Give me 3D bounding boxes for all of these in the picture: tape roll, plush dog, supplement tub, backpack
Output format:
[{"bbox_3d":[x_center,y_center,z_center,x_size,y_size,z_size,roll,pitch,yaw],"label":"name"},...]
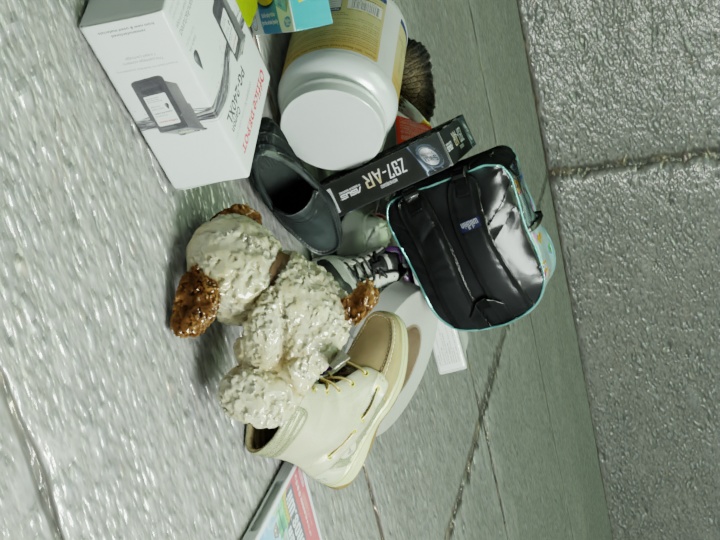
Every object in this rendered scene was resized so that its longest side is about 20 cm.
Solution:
[{"bbox_3d":[0.034,0.111,1.584,0.203,0.037,0.204,-47,150,-39],"label":"tape roll"},{"bbox_3d":[-0.092,0.021,1.196,0.171,0.160,0.201,38,35,-14],"label":"plush dog"},{"bbox_3d":[-0.021,-0.232,1.509,0.145,0.143,0.201,66,24,-43],"label":"supplement tub"},{"bbox_3d":[0.144,-0.035,1.543,0.202,0.175,0.153,67,21,-7],"label":"backpack"}]

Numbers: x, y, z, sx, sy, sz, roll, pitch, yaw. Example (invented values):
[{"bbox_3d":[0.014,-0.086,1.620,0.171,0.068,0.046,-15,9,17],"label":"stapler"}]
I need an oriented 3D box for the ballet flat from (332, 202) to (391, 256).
[{"bbox_3d":[0.017,-0.056,1.695,0.200,0.069,0.070,-48,129,-67],"label":"ballet flat"}]

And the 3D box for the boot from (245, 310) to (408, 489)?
[{"bbox_3d":[-0.034,0.118,1.331,0.154,0.072,0.202,31,78,-46],"label":"boot"}]

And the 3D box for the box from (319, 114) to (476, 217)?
[{"bbox_3d":[0.032,-0.121,1.540,0.044,0.199,0.160,64,19,-7],"label":"box"}]

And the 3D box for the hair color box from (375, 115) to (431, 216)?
[{"bbox_3d":[0.060,-0.142,1.744,0.200,0.061,0.102,-86,-167,-71],"label":"hair color box"}]

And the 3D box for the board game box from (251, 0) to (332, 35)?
[{"bbox_3d":[-0.094,-0.358,1.357,0.151,0.047,0.202,-160,-124,-67],"label":"board game box"}]

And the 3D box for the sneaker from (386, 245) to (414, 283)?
[{"bbox_3d":[0.043,0.027,1.755,0.200,0.072,0.115,-49,127,-81],"label":"sneaker"}]

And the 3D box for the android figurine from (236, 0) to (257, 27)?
[{"bbox_3d":[-0.156,-0.319,1.283,0.200,0.041,0.184,48,38,-61],"label":"android figurine"}]

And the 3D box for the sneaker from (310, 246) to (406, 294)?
[{"bbox_3d":[0.000,0.000,1.552,0.076,0.087,0.200,60,14,6],"label":"sneaker"}]

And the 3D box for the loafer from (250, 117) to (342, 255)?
[{"bbox_3d":[-0.075,-0.079,1.389,0.201,0.068,0.071,57,13,-42],"label":"loafer"}]

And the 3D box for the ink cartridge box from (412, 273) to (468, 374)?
[{"bbox_3d":[0.111,0.030,1.821,0.176,0.044,0.202,-60,136,-79],"label":"ink cartridge box"}]

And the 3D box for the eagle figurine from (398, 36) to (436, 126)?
[{"bbox_3d":[0.036,-0.237,1.664,0.200,0.149,0.153,-55,156,-72],"label":"eagle figurine"}]

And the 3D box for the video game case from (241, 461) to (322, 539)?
[{"bbox_3d":[-0.080,0.305,1.317,0.200,0.017,0.144,-59,139,-63],"label":"video game case"}]

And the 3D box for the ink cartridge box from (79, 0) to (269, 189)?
[{"bbox_3d":[-0.160,-0.195,1.148,0.201,0.083,0.146,64,25,-45],"label":"ink cartridge box"}]

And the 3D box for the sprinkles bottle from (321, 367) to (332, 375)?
[{"bbox_3d":[-0.050,0.102,1.413,0.069,0.068,0.201,-74,151,-52],"label":"sprinkles bottle"}]
